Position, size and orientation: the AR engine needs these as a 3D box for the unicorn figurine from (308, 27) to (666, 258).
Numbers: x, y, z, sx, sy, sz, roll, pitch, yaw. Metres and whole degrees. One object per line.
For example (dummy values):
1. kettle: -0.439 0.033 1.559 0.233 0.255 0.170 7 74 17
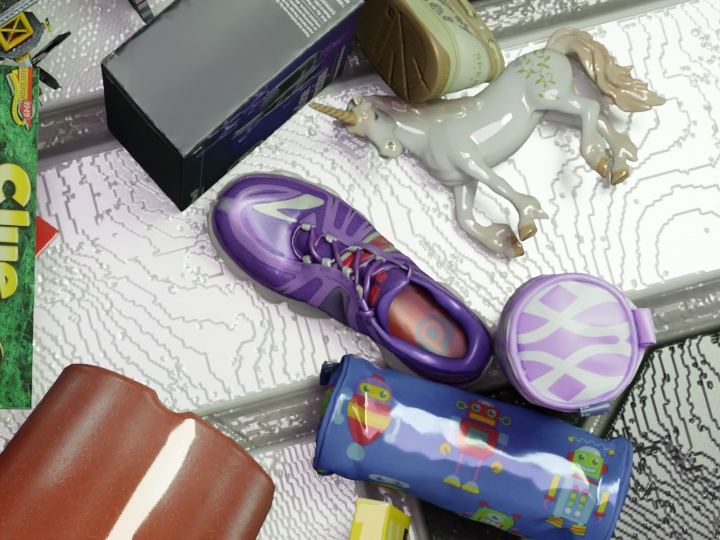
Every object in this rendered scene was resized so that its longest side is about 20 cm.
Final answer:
1. unicorn figurine: 0.080 -0.083 1.703 0.200 0.074 0.138 -32 76 -22

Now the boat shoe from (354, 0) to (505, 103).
1. boat shoe: 0.015 -0.181 1.692 0.062 0.073 0.200 -10 56 -34

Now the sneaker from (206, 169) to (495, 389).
1. sneaker: 0.000 0.000 1.673 0.199 0.083 0.081 30 81 1

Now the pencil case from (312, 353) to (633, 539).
1. pencil case: 0.064 0.113 1.664 0.199 0.087 0.078 17 63 -3

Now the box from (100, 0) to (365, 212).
1. box: -0.078 -0.120 1.624 0.141 0.200 0.079 -39 87 -7

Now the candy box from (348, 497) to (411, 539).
1. candy box: -0.001 0.240 1.629 0.026 0.102 0.201 7 82 12

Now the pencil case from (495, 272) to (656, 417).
1. pencil case: 0.124 0.040 1.620 0.085 0.200 0.084 -19 90 -1

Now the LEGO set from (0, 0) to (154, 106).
1. LEGO set: -0.183 -0.204 1.693 0.200 0.116 0.154 -40 57 -12

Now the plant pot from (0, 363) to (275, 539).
1. plant pot: -0.158 0.174 1.593 0.200 0.201 0.196 31 73 0

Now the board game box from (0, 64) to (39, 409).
1. board game box: -0.234 -0.021 1.565 0.104 0.023 0.201 2 87 -41

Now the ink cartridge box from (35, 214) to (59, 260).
1. ink cartridge box: -0.309 -0.011 1.634 0.200 0.045 0.176 33 81 26
